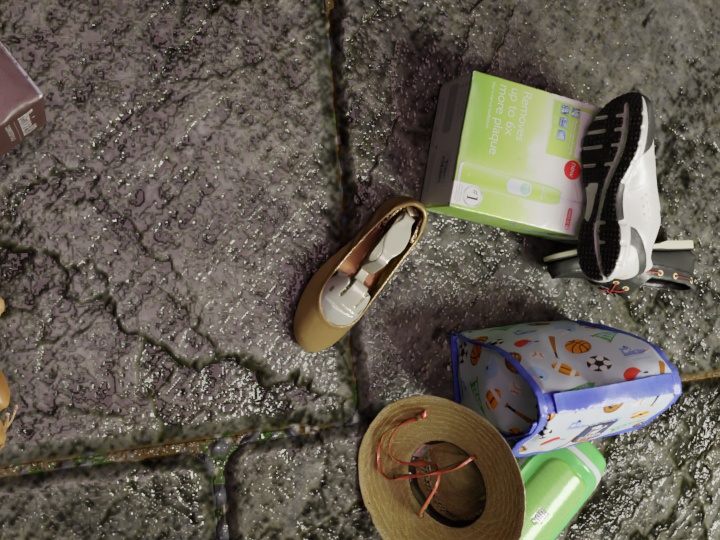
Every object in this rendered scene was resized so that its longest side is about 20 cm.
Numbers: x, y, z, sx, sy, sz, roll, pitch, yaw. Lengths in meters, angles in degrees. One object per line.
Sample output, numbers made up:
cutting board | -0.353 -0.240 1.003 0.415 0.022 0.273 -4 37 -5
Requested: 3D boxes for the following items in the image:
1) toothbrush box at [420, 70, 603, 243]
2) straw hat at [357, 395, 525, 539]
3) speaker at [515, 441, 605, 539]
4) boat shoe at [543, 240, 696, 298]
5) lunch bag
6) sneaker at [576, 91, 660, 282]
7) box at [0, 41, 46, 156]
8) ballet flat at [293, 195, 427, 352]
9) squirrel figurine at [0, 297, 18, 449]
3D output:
toothbrush box | 0.181 -0.119 1.004 0.199 0.086 0.147 12 88 -20
straw hat | 0.101 0.223 0.972 0.085 0.200 0.203 1 91 -58
speaker | 0.184 0.268 1.014 0.088 0.088 0.200 46 77 -14
boat shoe | 0.304 -0.001 1.054 0.200 0.074 0.064 -1 85 -23
lunch bag | 0.210 0.121 0.959 0.169 0.200 0.125 -7 93 -19
sneaker | 0.282 -0.087 0.969 0.080 0.074 0.201 4 96 -35
box | -0.396 -0.140 0.762 0.200 0.166 0.165 -40 102 -13
ballet flat | 0.000 0.000 0.956 0.069 0.063 0.200 38 80 -15
squirrel figurine | -0.386 0.083 0.783 0.199 0.187 0.142 25 62 19
